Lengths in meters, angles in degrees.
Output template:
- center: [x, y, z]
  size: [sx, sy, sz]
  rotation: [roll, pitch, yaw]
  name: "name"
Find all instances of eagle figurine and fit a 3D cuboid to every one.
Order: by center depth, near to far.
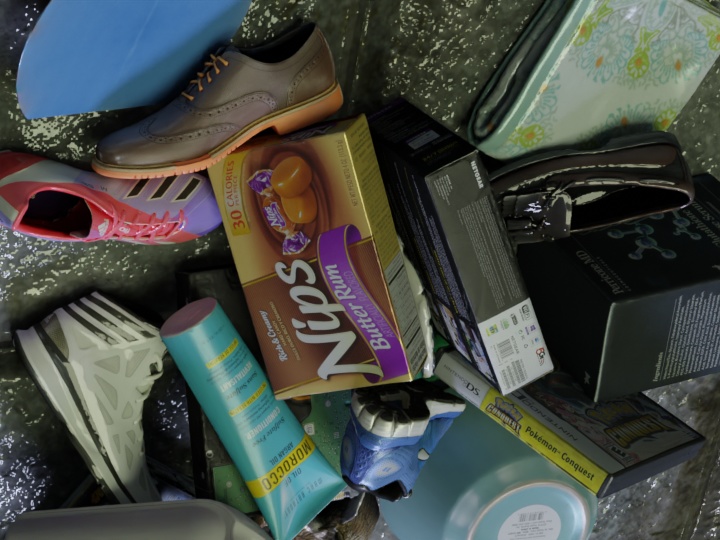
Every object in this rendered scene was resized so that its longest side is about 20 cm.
- center: [-0.035, 0.246, 1.653]
  size: [0.152, 0.151, 0.200]
  rotation: [-44, 124, -16]
  name: "eagle figurine"

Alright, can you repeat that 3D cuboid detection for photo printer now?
- center: [-0.156, 0.238, 1.480]
  size: [0.199, 0.070, 0.167]
  rotation: [-6, 148, 14]
  name: "photo printer"

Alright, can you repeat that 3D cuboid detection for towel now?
- center: [0.198, -0.156, 1.546]
  size: [0.171, 0.048, 0.200]
  rotation: [23, 109, -39]
  name: "towel"

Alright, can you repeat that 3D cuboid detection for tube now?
- center: [-0.084, 0.115, 1.466]
  size: [0.077, 0.050, 0.200]
  rotation: [-39, 113, -21]
  name: "tube"

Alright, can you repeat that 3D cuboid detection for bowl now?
- center: [0.125, 0.198, 1.637]
  size: [0.200, 0.105, 0.201]
  rotation: [-9, 122, -15]
  name: "bowl"

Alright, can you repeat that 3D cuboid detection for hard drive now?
- center: [-0.071, 0.091, 1.514]
  size: [0.139, 0.038, 0.201]
  rotation: [-9, 96, -26]
  name: "hard drive"

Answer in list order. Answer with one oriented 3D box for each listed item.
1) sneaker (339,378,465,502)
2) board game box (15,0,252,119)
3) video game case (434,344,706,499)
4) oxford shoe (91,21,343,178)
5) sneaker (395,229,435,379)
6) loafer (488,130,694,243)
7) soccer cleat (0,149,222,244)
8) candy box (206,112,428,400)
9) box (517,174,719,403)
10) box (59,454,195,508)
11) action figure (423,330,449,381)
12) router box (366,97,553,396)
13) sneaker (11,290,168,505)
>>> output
- center: [0.024, 0.131, 1.514]
  size: [0.089, 0.078, 0.200]
  rotation: [-66, 165, 12]
  name: "sneaker"
- center: [-0.160, -0.181, 1.311]
  size: [0.200, 0.039, 0.158]
  rotation: [-14, 145, -49]
  name: "board game box"
- center: [0.175, 0.111, 1.581]
  size: [0.200, 0.181, 0.026]
  rotation: [-9, 130, -58]
  name: "video game case"
- center: [-0.109, -0.125, 1.381]
  size: [0.200, 0.071, 0.073]
  rotation: [-25, 122, -24]
  name: "oxford shoe"
- center: [0.000, 0.000, 1.497]
  size: [0.079, 0.078, 0.200]
  rotation: [-28, 100, -3]
  name: "sneaker"
- center: [0.174, -0.058, 1.536]
  size: [0.199, 0.063, 0.072]
  rotation: [-17, 144, -7]
  name: "loafer"
- center: [-0.181, -0.043, 1.384]
  size: [0.200, 0.077, 0.067]
  rotation: [8, 118, -34]
  name: "soccer cleat"
- center: [-0.032, -0.008, 1.429]
  size: [0.116, 0.056, 0.201]
  rotation: [-9, 106, 20]
  name: "candy box"
- center: [0.254, 0.012, 1.633]
  size: [0.199, 0.148, 0.107]
  rotation: [-13, 128, -23]
  name: "box"
- center: [-0.215, 0.250, 1.603]
  size: [0.200, 0.040, 0.137]
  rotation: [-48, 133, 8]
  name: "box"
- center: [0.028, 0.067, 1.604]
  size: [0.200, 0.055, 0.118]
  rotation: [-26, 134, -17]
  name: "action figure"
- center: [0.071, -0.020, 1.471]
  size: [0.051, 0.149, 0.200]
  rotation: [-27, 118, -11]
  name: "router box"
- center: [-0.175, 0.104, 1.478]
  size: [0.115, 0.076, 0.201]
  rotation: [-31, 118, -9]
  name: "sneaker"
